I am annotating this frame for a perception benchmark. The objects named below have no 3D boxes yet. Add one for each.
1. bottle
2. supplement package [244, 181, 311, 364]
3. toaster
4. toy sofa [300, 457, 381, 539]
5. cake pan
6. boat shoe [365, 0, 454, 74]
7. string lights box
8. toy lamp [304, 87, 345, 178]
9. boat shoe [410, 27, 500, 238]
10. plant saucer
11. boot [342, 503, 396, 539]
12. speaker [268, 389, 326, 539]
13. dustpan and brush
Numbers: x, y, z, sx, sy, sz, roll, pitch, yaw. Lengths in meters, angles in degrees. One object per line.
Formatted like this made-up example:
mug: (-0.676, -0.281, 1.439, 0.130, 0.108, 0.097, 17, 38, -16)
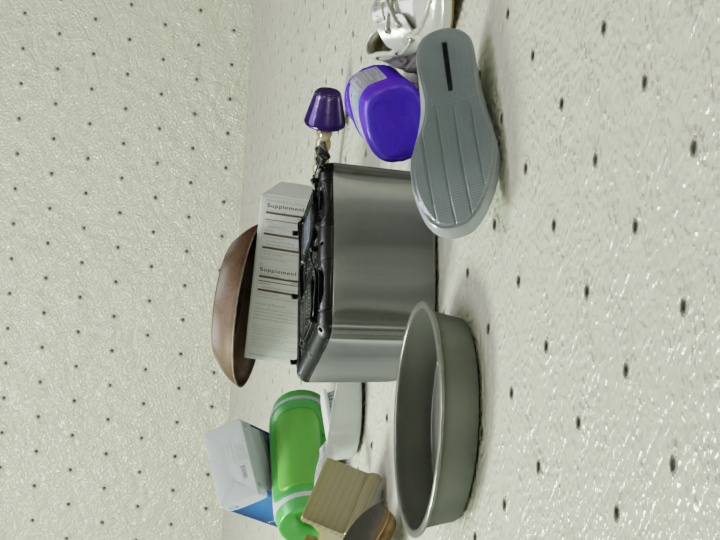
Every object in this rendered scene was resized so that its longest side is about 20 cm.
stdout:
bottle: (0.022, -0.167, 1.546, 0.200, 0.065, 0.084, -117, 9, -72)
supplement package: (-0.067, 0.004, 1.826, 0.114, 0.109, 0.201, -50, -32, -77)
toaster: (0.000, 0.000, 1.480, 0.200, 0.118, 0.181, 115, 155, -68)
toy sofa: (-0.020, 0.299, 1.669, 0.200, 0.097, 0.083, 104, -171, -52)
cake pan: (0.064, 0.127, 1.296, 0.200, 0.037, 0.201, -176, 90, -81)
boat shoe: (0.043, -0.239, 1.448, 0.200, 0.069, 0.071, 122, 151, -71)
string lights box: (-0.123, 0.269, 1.979, 0.200, 0.059, 0.103, 38, -148, -61)
toy lamp: (-0.055, -0.149, 2.063, 0.058, 0.058, 0.201, -106, 22, -63)
boat shoe: (0.080, -0.106, 1.236, 0.062, 0.072, 0.201, 63, -156, -55)
plant saucer: (-0.145, 0.039, 1.827, 0.200, 0.037, 0.201, 8, -90, -82)
boot: (0.004, 0.321, 1.547, 0.074, 0.075, 0.200, -76, 10, -61)
speaker: (-0.070, 0.245, 1.912, 0.200, 0.088, 0.089, -97, 14, -49)
dustpan and brush: (-0.030, 0.193, 1.780, 0.200, 0.057, 0.140, -97, 14, -48)
